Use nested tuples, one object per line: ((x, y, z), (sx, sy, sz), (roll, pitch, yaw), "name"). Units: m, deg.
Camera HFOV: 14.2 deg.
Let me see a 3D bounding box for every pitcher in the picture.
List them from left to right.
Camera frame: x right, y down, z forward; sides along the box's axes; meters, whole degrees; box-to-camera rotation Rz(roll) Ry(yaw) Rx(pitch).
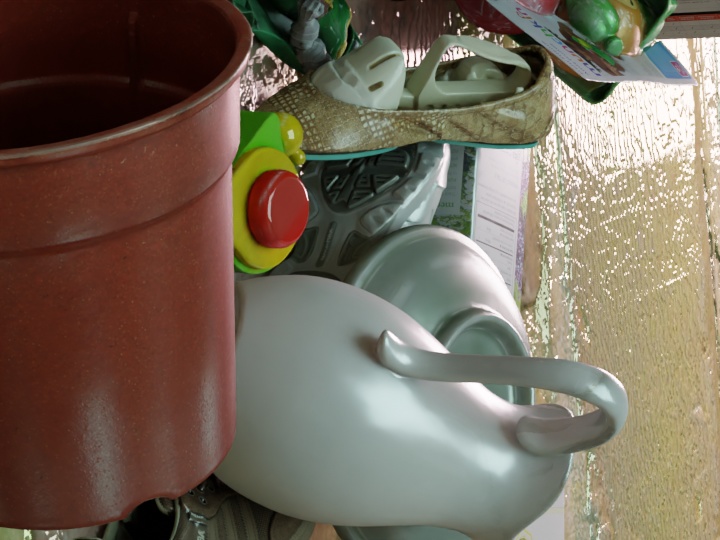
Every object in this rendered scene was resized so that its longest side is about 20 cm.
((0.021, 0.067, 1.468), (0.200, 0.172, 0.121), (23, 51, -18), "pitcher")

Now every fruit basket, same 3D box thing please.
((0.112, -0.178, 1.773), (0.094, 0.185, 0.200), (-53, 160, 14), "fruit basket")

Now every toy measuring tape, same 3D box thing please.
((-0.081, -0.007, 1.506), (0.200, 0.073, 0.074), (-56, 138, -34), "toy measuring tape")

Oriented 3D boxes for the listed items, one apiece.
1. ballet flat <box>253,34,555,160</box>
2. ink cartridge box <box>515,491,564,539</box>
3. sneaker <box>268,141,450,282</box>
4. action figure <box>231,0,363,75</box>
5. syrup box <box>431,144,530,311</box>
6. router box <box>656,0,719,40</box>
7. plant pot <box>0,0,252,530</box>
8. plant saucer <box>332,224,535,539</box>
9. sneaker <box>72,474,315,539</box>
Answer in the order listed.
((0.026, -0.103, 1.631), (0.200, 0.071, 0.065), (-7, 124, -34), "ballet flat")
((0.083, 0.224, 1.835), (0.145, 0.048, 0.200), (7, 81, -63), "ink cartridge box")
((0.000, 0.000, 1.662), (0.200, 0.078, 0.099), (-61, 148, -29), "sneaker")
((-0.039, -0.167, 1.602), (0.200, 0.055, 0.118), (55, 39, -53), "action figure")
((0.047, 0.001, 1.731), (0.081, 0.079, 0.200), (20, 72, -62), "syrup box")
((0.209, -0.221, 1.918), (0.180, 0.200, 0.049), (49, 48, -52), "router box")
((-0.138, -0.004, 1.272), (0.201, 0.200, 0.196), (-47, 138, -53), "plant pot")
((0.050, 0.075, 1.614), (0.200, 0.050, 0.201), (-4, 95, -53), "plant saucer")
((-0.083, 0.130, 1.488), (0.200, 0.070, 0.076), (-45, 123, -56), "sneaker")
